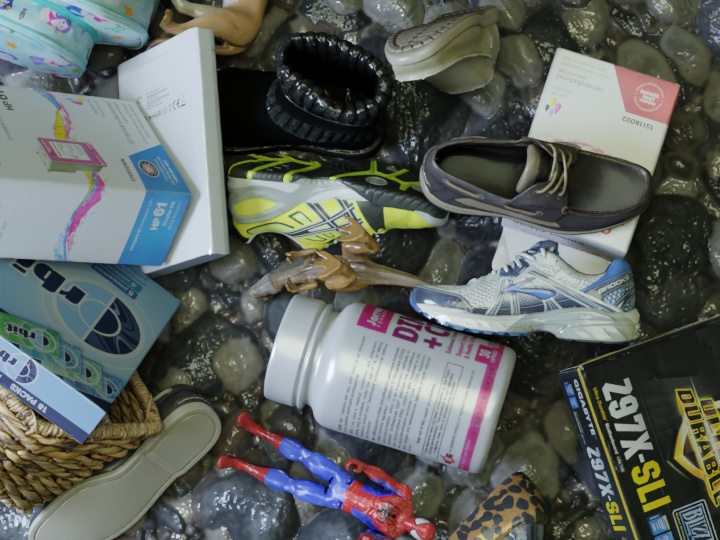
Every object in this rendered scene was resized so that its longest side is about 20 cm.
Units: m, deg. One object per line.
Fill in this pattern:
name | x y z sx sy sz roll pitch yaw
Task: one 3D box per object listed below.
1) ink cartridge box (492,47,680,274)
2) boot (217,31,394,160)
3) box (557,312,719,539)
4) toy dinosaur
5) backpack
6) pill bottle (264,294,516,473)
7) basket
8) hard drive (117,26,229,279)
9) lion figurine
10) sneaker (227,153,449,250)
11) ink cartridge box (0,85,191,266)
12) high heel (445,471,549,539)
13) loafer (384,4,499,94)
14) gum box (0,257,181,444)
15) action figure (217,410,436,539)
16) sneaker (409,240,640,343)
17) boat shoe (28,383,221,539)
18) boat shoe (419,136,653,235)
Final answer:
ink cartridge box | 0.198 -0.082 1.504 0.116 0.068 0.200 17 83 6
boot | -0.073 -0.155 1.484 0.211 0.158 0.080 3 81 3
box | 0.273 0.153 1.436 0.159 0.049 0.200 -17 87 -19
toy dinosaur | 0.000 0.000 1.498 0.200 0.106 0.061 4 69 10
backpack | -0.276 -0.255 1.504 0.200 0.178 0.151 13 85 -5
pill bottle | 0.025 0.094 1.461 0.200 0.113 0.114 16 82 5
basket | -0.286 0.078 1.438 0.149 0.143 0.200 -32 60 1
hard drive | -0.168 -0.101 1.505 0.027 0.132 0.200 4 77 -40
lion figurine | -0.103 -0.264 1.550 0.122 0.072 0.200 27 93 -21
sneaker | -0.020 -0.056 1.520 0.200 0.075 0.077 7 112 2
ink cartridge box | -0.267 -0.082 1.441 0.145 0.200 0.085 55 130 39
high heel | 0.065 0.244 1.474 0.200 0.071 0.143 -3 57 15
loafer | 0.082 -0.187 1.474 0.076 0.200 0.068 -10 101 26
gum box | -0.257 0.034 1.424 0.170 0.200 0.045 37 119 -6
action figure | -0.030 0.184 1.446 0.200 0.099 0.065 23 85 12
sneaker | 0.143 0.016 1.469 0.200 0.077 0.085 4 88 2
boat shoe | -0.212 0.175 1.499 0.200 0.073 0.063 -38 38 2
boat shoe | 0.148 -0.074 1.434 0.200 0.073 0.075 3 80 5
